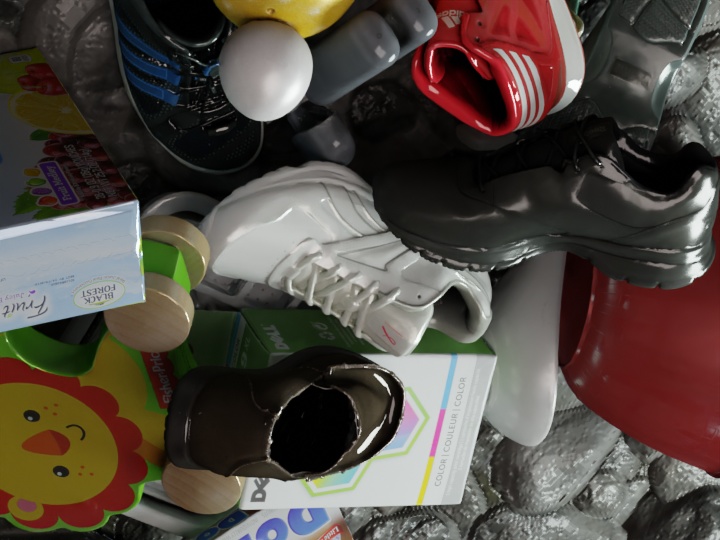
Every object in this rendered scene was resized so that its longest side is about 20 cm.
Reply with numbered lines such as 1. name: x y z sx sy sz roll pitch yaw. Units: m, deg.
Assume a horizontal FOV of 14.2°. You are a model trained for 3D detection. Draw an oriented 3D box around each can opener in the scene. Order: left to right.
1. can opener: -0.001 -0.100 1.590 0.053 0.200 0.067 -35 94 -19

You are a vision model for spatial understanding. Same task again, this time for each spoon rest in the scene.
1. spoon rest: 0.096 0.009 1.748 0.060 0.099 0.201 -10 109 -17

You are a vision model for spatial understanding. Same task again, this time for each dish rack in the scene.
1. dish rack: -0.103 0.052 1.711 0.171 0.044 0.201 24 105 -32

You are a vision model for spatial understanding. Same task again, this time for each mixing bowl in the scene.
1. mixing bowl: 0.178 0.020 1.735 0.108 0.200 0.201 7 114 -9

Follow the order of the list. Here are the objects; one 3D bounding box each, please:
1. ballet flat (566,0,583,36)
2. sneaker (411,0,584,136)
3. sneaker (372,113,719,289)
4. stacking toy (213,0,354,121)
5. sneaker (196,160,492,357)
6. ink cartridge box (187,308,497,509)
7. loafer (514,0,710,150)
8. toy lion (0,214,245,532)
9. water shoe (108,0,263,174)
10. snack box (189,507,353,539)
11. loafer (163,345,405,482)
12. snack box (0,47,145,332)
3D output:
1. ballet flat: 0.102 -0.169 1.663 0.067 0.070 0.201 -3 118 -24
2. sneaker: 0.059 -0.169 1.584 0.078 0.116 0.201 -23 98 26
3. sneaker: 0.106 -0.049 1.616 0.199 0.076 0.091 3 133 -7
4. stacking toy: -0.039 -0.173 1.509 0.146 0.146 0.201 22 63 -30
5. sneaker: 0.000 0.000 1.634 0.199 0.100 0.078 4 143 -33
6. ink cartridge box: -0.028 0.081 1.696 0.199 0.059 0.104 2 116 -24
7. loafer: 0.143 -0.099 1.700 0.072 0.063 0.201 31 90 -4
8. toy lion: -0.163 0.067 1.610 0.190 0.069 0.201 -3 131 13
9. water shoe: -0.099 -0.126 1.597 0.071 0.079 0.201 -26 123 -7
10. snack box: -0.095 0.199 1.733 0.199 0.024 0.072 -31 111 -17
11. loafer: -0.027 0.087 1.577 0.200 0.071 0.073 -7 109 -58
12. snack box: -0.221 -0.037 1.520 0.168 0.200 0.068 -12 120 -16
